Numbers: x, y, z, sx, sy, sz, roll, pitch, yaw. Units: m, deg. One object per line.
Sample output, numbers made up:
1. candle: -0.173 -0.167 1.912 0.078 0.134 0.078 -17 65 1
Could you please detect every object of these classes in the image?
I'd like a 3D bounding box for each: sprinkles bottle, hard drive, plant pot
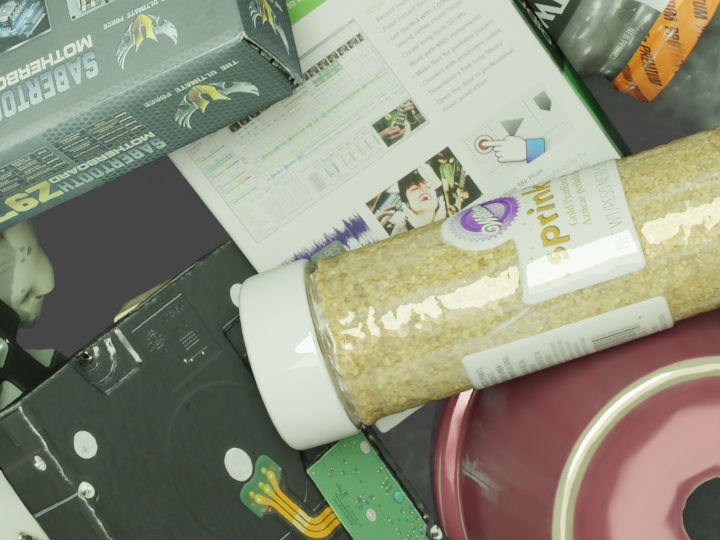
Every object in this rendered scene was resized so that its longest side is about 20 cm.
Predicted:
1. sprinkles bottle: 0.057 0.005 0.854 0.199 0.068 0.069 -18 93 8
2. hard drive: -0.039 0.104 0.882 0.038 0.140 0.201 -31 97 45
3. plant pot: 0.128 0.089 0.919 0.198 0.179 0.202 0 94 -1

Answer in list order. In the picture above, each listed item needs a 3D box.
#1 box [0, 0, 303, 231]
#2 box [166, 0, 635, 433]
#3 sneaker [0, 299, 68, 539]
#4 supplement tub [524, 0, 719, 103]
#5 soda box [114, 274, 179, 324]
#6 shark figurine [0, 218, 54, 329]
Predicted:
1. box: -0.131 -0.101 0.852 0.199 0.051 0.159 -24 62 17
2. box: 0.009 -0.055 0.888 0.144 0.036 0.200 -34 106 12
3. sneaker: -0.124 0.090 0.912 0.200 0.074 0.088 43 115 -14
4. supplement tub: 0.053 -0.156 0.931 0.199 0.123 0.123 29 92 -2
5. soda box: 0.000 0.000 0.967 0.199 0.064 0.068 -28 95 1
6. shark figurine: -0.179 -0.079 0.932 0.089 0.128 0.216 -5 92 9
